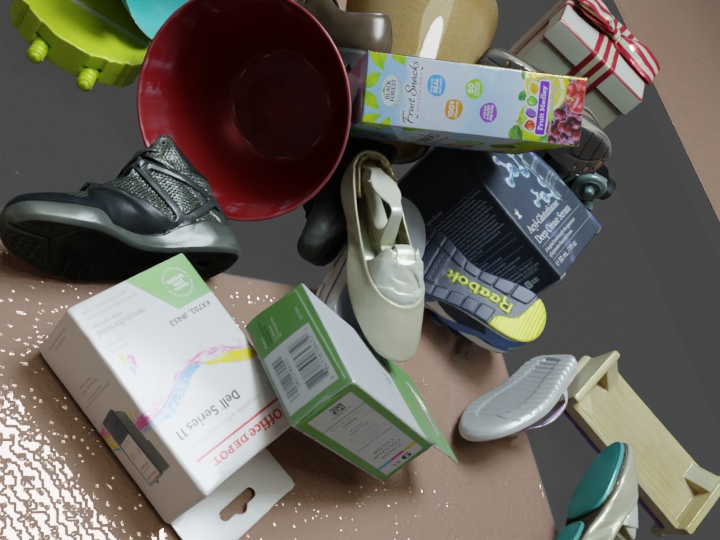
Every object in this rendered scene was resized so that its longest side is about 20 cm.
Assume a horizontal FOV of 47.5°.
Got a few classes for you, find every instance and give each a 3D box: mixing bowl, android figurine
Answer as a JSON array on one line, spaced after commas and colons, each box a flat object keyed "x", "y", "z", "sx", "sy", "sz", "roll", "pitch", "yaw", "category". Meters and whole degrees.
[{"x": -0.090, "y": -0.152, "z": 0.755, "sx": 0.200, "sy": 0.200, "sz": 0.108, "roll": 50, "pitch": 19, "yaw": 1, "category": "mixing bowl"}, {"x": -0.252, "y": -0.244, "z": 0.772, "sx": 0.182, "sy": 0.041, "sz": 0.201, "roll": 28, "pitch": 43, "yaw": -24, "category": "android figurine"}]

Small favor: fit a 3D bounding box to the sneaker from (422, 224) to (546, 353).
[{"x": 0.094, "y": 0.023, "z": 0.862, "sx": 0.200, "sy": 0.082, "sz": 0.074, "roll": 36, "pitch": 68, "yaw": 10, "category": "sneaker"}]

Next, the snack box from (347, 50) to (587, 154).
[{"x": 0.087, "y": -0.154, "z": 0.781, "sx": 0.199, "sy": 0.169, "sz": 0.068, "roll": 6, "pitch": 94, "yaw": -8, "category": "snack box"}]

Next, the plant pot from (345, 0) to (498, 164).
[{"x": 0.051, "y": -0.229, "z": 0.948, "sx": 0.186, "sy": 0.186, "sz": 0.201, "roll": 28, "pitch": 60, "yaw": -23, "category": "plant pot"}]

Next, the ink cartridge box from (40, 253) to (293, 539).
[{"x": -0.125, "y": 0.100, "z": 0.607, "sx": 0.200, "sy": 0.067, "sz": 0.117, "roll": 52, "pitch": 40, "yaw": 3, "category": "ink cartridge box"}]

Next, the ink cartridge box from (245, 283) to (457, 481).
[{"x": -0.002, "y": 0.104, "z": 0.672, "sx": 0.200, "sy": 0.059, "sz": 0.104, "roll": 44, "pitch": 11, "yaw": -50, "category": "ink cartridge box"}]

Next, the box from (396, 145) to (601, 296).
[{"x": 0.160, "y": -0.071, "z": 0.955, "sx": 0.200, "sy": 0.107, "sz": 0.148, "roll": 49, "pitch": 42, "yaw": 1, "category": "box"}]

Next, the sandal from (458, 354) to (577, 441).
[{"x": 0.176, "y": 0.140, "z": 0.843, "sx": 0.202, "sy": 0.082, "sz": 0.050, "roll": -25, "pitch": 104, "yaw": -47, "category": "sandal"}]

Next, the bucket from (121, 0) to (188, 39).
[{"x": -0.159, "y": -0.324, "z": 0.745, "sx": 0.207, "sy": 0.207, "sz": 0.135, "roll": -17, "pitch": 61, "yaw": -47, "category": "bucket"}]

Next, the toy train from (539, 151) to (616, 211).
[{"x": 0.234, "y": -0.134, "z": 1.061, "sx": 0.199, "sy": 0.114, "sz": 0.086, "roll": 26, "pitch": 52, "yaw": -23, "category": "toy train"}]

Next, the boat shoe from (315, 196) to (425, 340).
[{"x": 0.000, "y": 0.000, "z": 0.788, "sx": 0.074, "sy": 0.065, "sz": 0.200, "roll": 54, "pitch": 43, "yaw": -17, "category": "boat shoe"}]

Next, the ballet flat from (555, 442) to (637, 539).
[{"x": 0.224, "y": 0.253, "z": 0.780, "sx": 0.070, "sy": 0.069, "sz": 0.200, "roll": 47, "pitch": 55, "yaw": -2, "category": "ballet flat"}]

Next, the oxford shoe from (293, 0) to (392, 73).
[{"x": -0.057, "y": -0.257, "z": 0.870, "sx": 0.199, "sy": 0.085, "sz": 0.073, "roll": 13, "pitch": 4, "yaw": 16, "category": "oxford shoe"}]

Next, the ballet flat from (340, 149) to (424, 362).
[{"x": 0.021, "y": -0.021, "z": 0.716, "sx": 0.069, "sy": 0.069, "sz": 0.201, "roll": 10, "pitch": 54, "yaw": -36, "category": "ballet flat"}]

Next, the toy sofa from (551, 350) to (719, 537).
[{"x": 0.296, "y": 0.193, "z": 0.909, "sx": 0.083, "sy": 0.098, "sz": 0.200, "roll": -41, "pitch": 90, "yaw": -24, "category": "toy sofa"}]

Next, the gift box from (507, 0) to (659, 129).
[{"x": 0.309, "y": -0.307, "z": 1.202, "sx": 0.184, "sy": 0.187, "sz": 0.200, "roll": 37, "pitch": 43, "yaw": -14, "category": "gift box"}]

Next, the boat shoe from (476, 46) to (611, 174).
[{"x": 0.210, "y": -0.191, "z": 0.961, "sx": 0.200, "sy": 0.074, "sz": 0.073, "roll": 37, "pitch": 34, "yaw": -21, "category": "boat shoe"}]

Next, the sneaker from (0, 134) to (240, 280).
[{"x": -0.196, "y": -0.054, "z": 0.657, "sx": 0.199, "sy": 0.076, "sz": 0.115, "roll": 1, "pitch": 58, "yaw": -44, "category": "sneaker"}]

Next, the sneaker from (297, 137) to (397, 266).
[{"x": -0.032, "y": -0.081, "z": 0.832, "sx": 0.091, "sy": 0.076, "sz": 0.200, "roll": 30, "pitch": 40, "yaw": -4, "category": "sneaker"}]
